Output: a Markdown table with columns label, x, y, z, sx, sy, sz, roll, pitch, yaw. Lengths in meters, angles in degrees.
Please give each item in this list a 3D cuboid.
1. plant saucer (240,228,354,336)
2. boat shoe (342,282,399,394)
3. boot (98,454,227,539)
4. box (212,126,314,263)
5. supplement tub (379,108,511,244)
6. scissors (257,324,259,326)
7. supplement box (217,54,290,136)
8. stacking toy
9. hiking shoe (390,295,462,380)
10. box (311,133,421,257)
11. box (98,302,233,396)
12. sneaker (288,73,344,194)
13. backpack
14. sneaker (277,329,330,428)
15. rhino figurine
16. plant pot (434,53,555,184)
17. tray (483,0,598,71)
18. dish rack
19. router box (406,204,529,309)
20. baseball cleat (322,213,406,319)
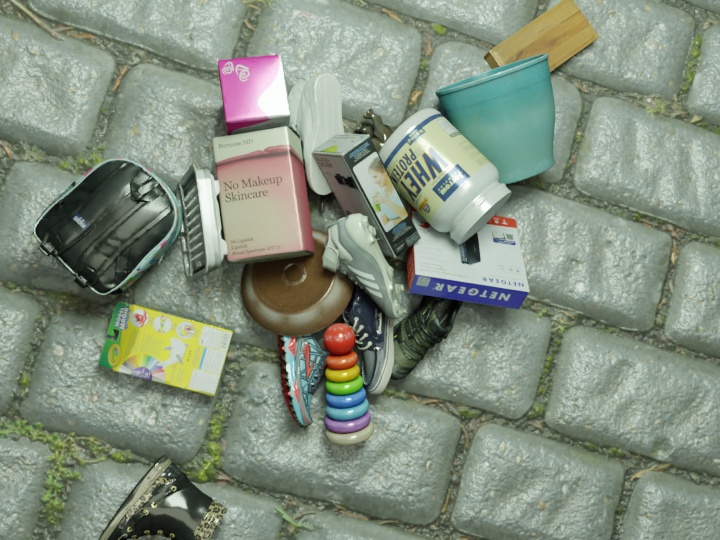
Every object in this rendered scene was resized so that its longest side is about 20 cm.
| label | x | y | z | sx | sy | sz | roll | pitch | yaw |
| --- | --- | --- | --- | --- | --- | --- | --- | --- | --- |
| plant saucer | -0.111 | 0.011 | 1.188 | 0.200 | 0.037 | 0.201 | -3 | 67 | 7 |
| boat shoe | 0.006 | 0.109 | 1.209 | 0.093 | 0.075 | 0.200 | 14 | 75 | -31 |
| boot | -0.330 | 0.427 | 1.151 | 0.150 | 0.073 | 0.200 | 36 | 77 | -5 |
| box | -0.155 | -0.117 | 1.135 | 0.128 | 0.109 | 0.200 | -8 | 88 | 6 |
| supplement tub | 0.140 | -0.157 | 1.177 | 0.145 | 0.145 | 0.200 | -42 | 79 | -9 |
| scissors | -0.102 | 0.029 | 1.240 | 0.200 | 0.014 | 0.073 | -23 | 92 | -8 |
| supplement box | -0.174 | -0.267 | 1.152 | 0.101 | 0.200 | 0.104 | -8 | 88 | -9 |
| stacking toy | -0.029 | 0.188 | 1.180 | 0.085 | 0.085 | 0.200 | -9 | 103 | -9 |
| hiking shoe | 0.107 | 0.104 | 1.220 | 0.076 | 0.101 | 0.200 | 36 | 82 | -6 |
| box | 0.009 | -0.125 | 1.160 | 0.060 | 0.117 | 0.200 | -37 | 117 | -18 |
| box | -0.327 | 0.132 | 1.182 | 0.200 | 0.048 | 0.118 | 17 | 84 | -10 |
| sneaker | -0.082 | -0.233 | 1.219 | 0.074 | 0.115 | 0.201 | -2 | 97 | -33 |
| backpack | -0.391 | -0.076 | 1.132 | 0.178 | 0.151 | 0.200 | 44 | 90 | -4 |
| sneaker | -0.088 | 0.168 | 1.199 | 0.095 | 0.079 | 0.201 | -6 | 87 | -11 |
| rhino figurine | -0.008 | -0.183 | 1.244 | 0.087 | 0.060 | 0.200 | 36 | 83 | -2 |
| plant pot | 0.253 | -0.255 | 1.227 | 0.200 | 0.200 | 0.188 | -22 | 104 | -9 |
| tray | 0.343 | -0.423 | 1.324 | 0.200 | 0.037 | 0.099 | -36 | 92 | -8 |
| dish rack | -0.257 | -0.073 | 1.134 | 0.043 | 0.200 | 0.172 | -6 | 87 | -23 |
| router box | 0.181 | -0.028 | 1.217 | 0.200 | 0.049 | 0.180 | 8 | 46 | -9 |
| baseball cleat | 0.000 | 0.000 | 1.155 | 0.106 | 0.070 | 0.200 | -16 | 113 | 15 |
